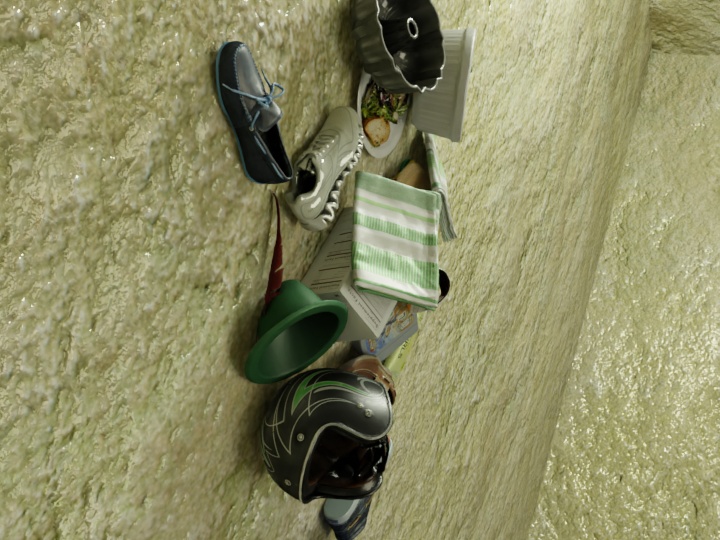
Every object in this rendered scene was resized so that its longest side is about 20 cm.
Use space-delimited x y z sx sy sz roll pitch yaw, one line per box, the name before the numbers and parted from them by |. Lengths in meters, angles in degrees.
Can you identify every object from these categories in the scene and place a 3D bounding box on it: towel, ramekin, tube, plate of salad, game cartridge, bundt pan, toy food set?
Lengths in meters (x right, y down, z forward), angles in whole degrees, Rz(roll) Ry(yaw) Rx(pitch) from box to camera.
towel | 0.151 -0.173 1.632 0.150 0.030 0.202 71 13 -48
ramekin | 0.147 -0.335 1.533 0.202 0.093 0.206 8 90 -85
tube | 0.087 0.127 1.685 0.057 0.052 0.203 24 79 -21
plate of salad | 0.049 -0.292 1.458 0.200 0.047 0.203 -31 125 -56
game cartridge | 0.041 0.089 1.513 0.133 0.041 0.201 -41 149 -19
bundt pan | 0.053 -0.373 1.364 0.201 0.075 0.205 19 67 -52
toy food set | 0.086 -0.101 1.598 0.198 0.048 0.203 -47 139 -48
towel | 0.057 -0.048 1.310 0.023 0.150 0.203 136 -37 -56

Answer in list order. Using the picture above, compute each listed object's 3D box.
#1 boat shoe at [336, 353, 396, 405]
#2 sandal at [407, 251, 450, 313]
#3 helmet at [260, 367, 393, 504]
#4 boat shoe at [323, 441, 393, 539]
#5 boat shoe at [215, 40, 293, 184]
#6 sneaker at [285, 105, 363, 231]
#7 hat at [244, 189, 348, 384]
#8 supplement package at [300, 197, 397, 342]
boat shoe | 0.019 0.201 1.514 0.200 0.075 0.073 32 30 -61
sandal | 0.117 0.029 1.424 0.207 0.059 0.080 75 39 -71
helmet | -0.055 0.244 1.280 0.200 0.187 0.204 180 -90 -81
boat shoe | 0.000 0.402 1.588 0.201 0.070 0.092 -51 143 -34
boat shoe | -0.127 -0.204 1.110 0.085 0.068 0.202 -59 147 -35
sneaker | -0.054 -0.163 1.276 0.081 0.074 0.203 40 63 -50
hat | -0.124 0.036 1.259 0.199 0.177 0.165 -41 153 7
supplement package | 0.000 0.000 1.359 0.114 0.109 0.201 51 51 -28
